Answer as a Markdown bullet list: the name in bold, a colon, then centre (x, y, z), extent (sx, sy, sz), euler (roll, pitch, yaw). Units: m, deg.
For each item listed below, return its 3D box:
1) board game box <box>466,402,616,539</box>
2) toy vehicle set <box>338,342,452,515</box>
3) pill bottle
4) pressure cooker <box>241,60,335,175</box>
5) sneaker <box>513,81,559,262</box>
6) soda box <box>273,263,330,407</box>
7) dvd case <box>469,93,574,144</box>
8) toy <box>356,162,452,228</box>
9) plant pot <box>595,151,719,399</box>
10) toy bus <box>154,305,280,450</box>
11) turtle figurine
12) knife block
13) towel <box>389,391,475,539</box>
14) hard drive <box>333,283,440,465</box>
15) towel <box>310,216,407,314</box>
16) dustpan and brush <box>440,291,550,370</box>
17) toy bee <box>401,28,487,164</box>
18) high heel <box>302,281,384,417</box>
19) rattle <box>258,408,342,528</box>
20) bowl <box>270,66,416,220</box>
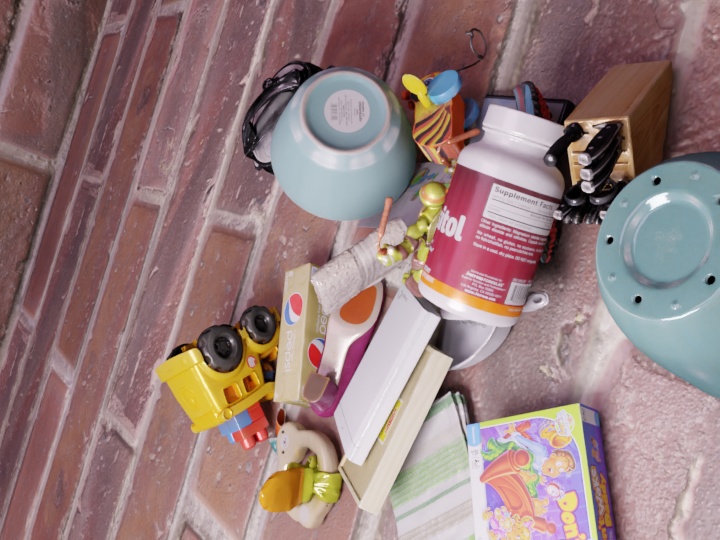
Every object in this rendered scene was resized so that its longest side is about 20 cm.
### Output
- **board game box**: centre (0.178, 0.245, 0.749), extent (0.133, 0.044, 0.204), euler (-21, 60, 37)
- **toy vehicle set**: centre (0.038, 0.179, 0.932), extent (0.203, 0.026, 0.124), euler (-64, 15, 1)
- **pill bottle**: centre (0.138, -0.056, 0.771), extent (0.113, 0.111, 0.204), euler (32, 108, 52)
- **pressure cooker**: centre (-0.077, -0.213, 1.149), extent (0.178, 0.198, 0.179), euler (25, 94, 52)
- **sneaker**: centre (0.168, -0.111, 0.852), extent (0.094, 0.079, 0.205), euler (-3, 82, 28)
- **soda box**: centre (-0.079, 0.098, 1.140), extent (0.067, 0.063, 0.204), euler (-16, 63, 48)
- **dvd case**: centre (0.174, -0.115, 0.936), extent (0.142, 0.017, 0.204), euler (21, 93, 54)
- **toy**: centre (0.076, -0.088, 1.010), extent (0.116, 0.047, 0.199), euler (-51, 17, -11)
- **plant pot**: centre (0.288, -0.003, 0.624), extent (0.199, 0.159, 0.205), euler (-23, 59, 46)
- **toy bus**: centre (-0.189, 0.174, 1.197), extent (0.135, 0.199, 0.194), euler (-30, 89, 43)
- **turtle figurine**: centre (0.089, -0.053, 0.858), extent (0.064, 0.163, 0.201), euler (25, 60, 23)
- **knife block**: centre (0.236, -0.135, 0.726), extent (0.063, 0.175, 0.204), euler (5, 79, 36)
- **towel**: centre (0.092, 0.263, 0.889), extent (0.149, 0.030, 0.203), euler (-41, 49, 39)
- **hard drive**: centre (0.029, 0.123, 0.951), extent (0.203, 0.026, 0.132), euler (-62, 15, 8)
- **towel**: centre (0.000, 0.000, 0.963), extent (0.131, 0.200, 0.035), euler (-35, 81, -6)
- **dustpan and brush**: centre (0.148, 0.044, 0.870), extent (0.198, 0.057, 0.143), euler (-8, 70, 51)
- **toy bee**: centre (0.101, -0.212, 0.996), extent (0.107, 0.132, 0.201), euler (-11, 28, 36)
- **high heel**: centre (-0.018, 0.109, 1.079), extent (0.067, 0.096, 0.202), euler (28, 76, 23)
- **rattle**: centre (-0.124, 0.268, 1.076), extent (0.200, 0.141, 0.132), euler (48, 132, 43)
- **bowl**: centre (-0.021, -0.177, 0.975), extent (0.105, 0.196, 0.205), euler (96, 178, -72)
